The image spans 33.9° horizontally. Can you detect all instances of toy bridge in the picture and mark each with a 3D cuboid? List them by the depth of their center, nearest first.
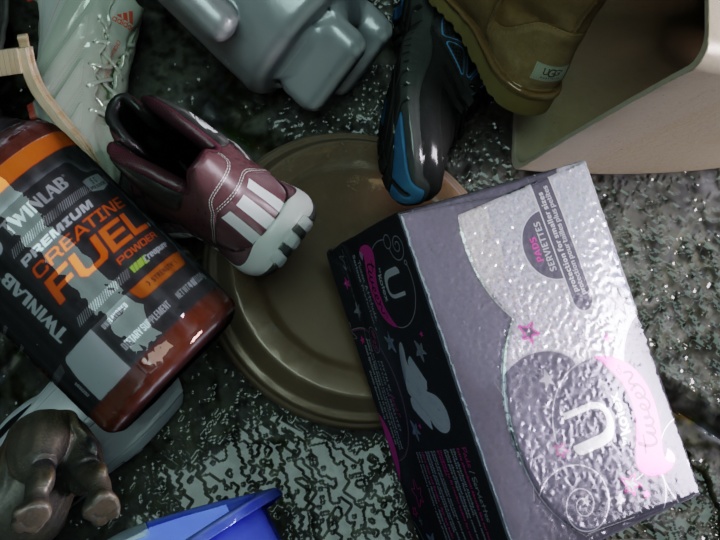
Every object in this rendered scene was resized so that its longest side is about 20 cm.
[{"bbox_3d":[-0.192,-0.046,0.739,0.067,0.027,0.201,-7,104,-2],"label":"toy bridge"}]

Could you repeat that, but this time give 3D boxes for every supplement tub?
[{"bbox_3d":[-0.174,-0.010,0.670,0.200,0.107,0.107,44,79,-1],"label":"supplement tub"}]

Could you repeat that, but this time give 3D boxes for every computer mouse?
[{"bbox_3d":[-0.150,0.080,0.735,0.200,0.044,0.110,-44,97,-8],"label":"computer mouse"}]

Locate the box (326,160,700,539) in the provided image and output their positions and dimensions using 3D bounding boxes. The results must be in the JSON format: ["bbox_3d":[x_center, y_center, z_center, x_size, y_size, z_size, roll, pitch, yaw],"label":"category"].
[{"bbox_3d":[0.085,0.056,0.677,0.132,0.115,0.201,-17,88,-24],"label":"box"}]

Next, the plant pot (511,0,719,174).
[{"bbox_3d":[0.222,-0.165,0.729,0.176,0.200,0.201,10,74,-20],"label":"plant pot"}]

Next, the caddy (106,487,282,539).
[{"bbox_3d":[-0.117,0.198,0.663,0.199,0.141,0.105,-34,80,-9],"label":"caddy"}]

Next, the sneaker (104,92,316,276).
[{"bbox_3d":[-0.115,-0.069,0.700,0.200,0.115,0.076,20,74,52],"label":"sneaker"}]

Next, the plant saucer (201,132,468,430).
[{"bbox_3d":[0.000,0.000,0.749,0.199,0.029,0.201,4,71,-13],"label":"plant saucer"}]

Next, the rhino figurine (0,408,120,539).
[{"bbox_3d":[-0.216,0.159,0.682,0.200,0.060,0.088,-46,37,17],"label":"rhino figurine"}]

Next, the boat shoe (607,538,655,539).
[{"bbox_3d":[0.098,0.218,0.700,0.200,0.070,0.072,-18,95,-6],"label":"boat shoe"}]

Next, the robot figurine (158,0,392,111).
[{"bbox_3d":[-0.074,-0.197,0.774,0.200,0.170,0.113,45,122,4],"label":"robot figurine"}]

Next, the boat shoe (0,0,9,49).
[{"bbox_3d":[-0.263,-0.148,0.757,0.057,0.067,0.201,-38,41,30],"label":"boat shoe"}]

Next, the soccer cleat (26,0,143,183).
[{"bbox_3d":[-0.179,-0.145,0.789,0.077,0.069,0.201,-16,71,14],"label":"soccer cleat"}]

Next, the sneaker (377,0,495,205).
[{"bbox_3d":[0.059,-0.124,0.761,0.081,0.073,0.201,14,55,-6],"label":"sneaker"}]

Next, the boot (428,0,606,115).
[{"bbox_3d":[0.116,-0.217,0.686,0.066,0.200,0.176,-6,53,-32],"label":"boot"}]
